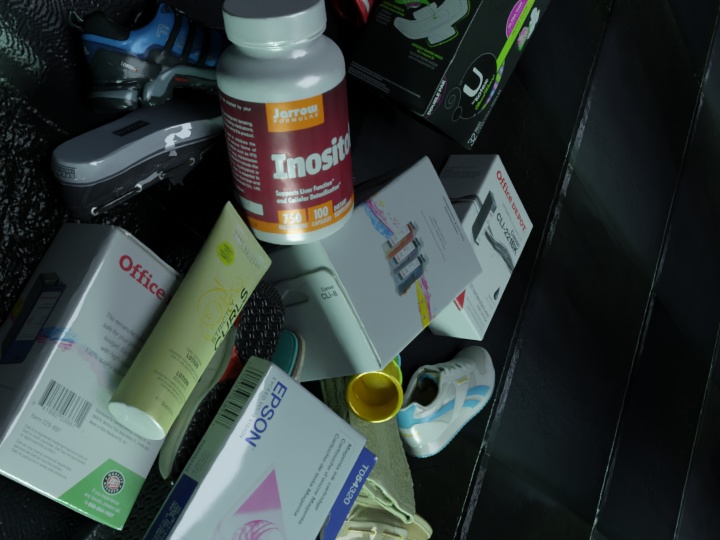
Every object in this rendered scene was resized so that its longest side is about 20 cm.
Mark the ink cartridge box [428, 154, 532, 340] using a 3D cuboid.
[{"bbox_3d":[0.139,-0.034,1.150,0.145,0.083,0.202,53,54,-39],"label":"ink cartridge box"}]

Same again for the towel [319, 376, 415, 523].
[{"bbox_3d":[0.007,0.169,0.965,0.149,0.036,0.202,49,20,-44],"label":"towel"}]

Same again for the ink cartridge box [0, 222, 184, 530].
[{"bbox_3d":[-0.219,0.083,0.711,0.145,0.086,0.203,46,60,-44],"label":"ink cartridge box"}]

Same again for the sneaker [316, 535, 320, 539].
[{"bbox_3d":[-0.060,0.335,0.911,0.201,0.059,0.106,-104,-177,-50],"label":"sneaker"}]

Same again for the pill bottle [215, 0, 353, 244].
[{"bbox_3d":[-0.065,-0.135,0.755,0.113,0.112,0.203,-41,138,-41],"label":"pill bottle"}]

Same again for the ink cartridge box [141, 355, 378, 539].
[{"bbox_3d":[-0.074,0.213,0.774,0.200,0.043,0.198,42,68,-34],"label":"ink cartridge box"}]

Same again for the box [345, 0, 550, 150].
[{"bbox_3d":[0.101,-0.268,0.980,0.148,0.123,0.202,14,107,-60],"label":"box"}]

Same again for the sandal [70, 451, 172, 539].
[{"bbox_3d":[-0.197,0.202,0.780,0.200,0.047,0.076,-44,122,-41],"label":"sandal"}]

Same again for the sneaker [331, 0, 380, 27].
[{"bbox_3d":[0.023,-0.329,1.002,0.199,0.078,0.117,14,101,-52],"label":"sneaker"}]

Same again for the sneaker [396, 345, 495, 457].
[{"bbox_3d":[0.116,0.155,1.151,0.200,0.075,0.082,-43,124,-42],"label":"sneaker"}]

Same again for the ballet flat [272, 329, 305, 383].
[{"bbox_3d":[-0.104,0.152,0.830,0.202,0.066,0.063,-63,146,-26],"label":"ballet flat"}]

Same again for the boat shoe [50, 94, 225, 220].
[{"bbox_3d":[-0.179,-0.099,0.762,0.199,0.069,0.067,-38,140,-46],"label":"boat shoe"}]

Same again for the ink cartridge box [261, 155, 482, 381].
[{"bbox_3d":[0.000,0.000,0.907,0.199,0.144,0.146,-37,105,-41],"label":"ink cartridge box"}]

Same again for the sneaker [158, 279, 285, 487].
[{"bbox_3d":[-0.143,0.101,0.801,0.070,0.092,0.203,41,60,-42],"label":"sneaker"}]

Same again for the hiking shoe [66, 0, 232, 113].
[{"bbox_3d":[-0.156,-0.202,0.767,0.199,0.073,0.088,-31,118,-45],"label":"hiking shoe"}]

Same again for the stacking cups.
[{"bbox_3d":[0.023,0.092,0.960,0.200,0.059,0.062,-74,155,-69],"label":"stacking cups"}]

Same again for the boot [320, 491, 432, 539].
[{"bbox_3d":[0.002,0.345,1.029,0.199,0.072,0.158,37,65,-45],"label":"boot"}]

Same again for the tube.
[{"bbox_3d":[-0.134,0.040,0.714,0.058,0.051,0.202,113,3,-56],"label":"tube"}]
